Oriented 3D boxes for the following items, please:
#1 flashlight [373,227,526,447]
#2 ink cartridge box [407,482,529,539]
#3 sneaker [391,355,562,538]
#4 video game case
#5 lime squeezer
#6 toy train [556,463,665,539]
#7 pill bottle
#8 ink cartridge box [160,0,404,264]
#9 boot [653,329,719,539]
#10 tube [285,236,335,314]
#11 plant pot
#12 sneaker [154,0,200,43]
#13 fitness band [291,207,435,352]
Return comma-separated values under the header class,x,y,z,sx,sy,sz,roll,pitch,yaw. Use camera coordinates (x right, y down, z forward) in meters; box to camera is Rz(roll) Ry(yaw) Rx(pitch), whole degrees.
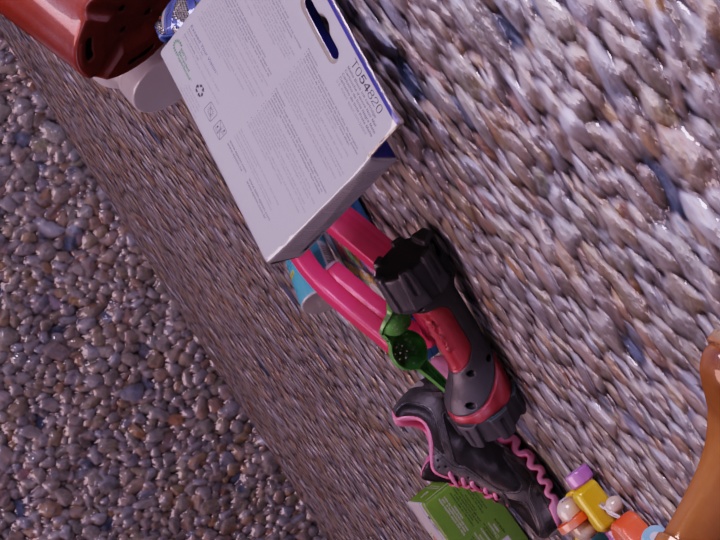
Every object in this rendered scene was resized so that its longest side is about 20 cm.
class,x,y,z,sx,sy,sz,roll,pitch,yaw
flashlight,0.072,0.062,1.551,0.200,0.068,0.068,56,-156,-35
ink cartridge box,0.122,0.298,2.073,0.148,0.076,0.200,54,168,0
sneaker,0.105,0.180,1.725,0.200,0.095,0.079,50,167,14
video game case,0.000,-0.016,1.781,0.143,0.018,0.200,40,162,56
lime squeezer,0.044,0.060,1.616,0.071,0.038,0.200,36,159,50
toy train,0.216,0.247,1.549,0.150,0.056,0.200,49,168,31
pill bottle,-0.251,-0.257,1.875,0.200,0.111,0.111,50,169,23
ink cartridge box,-0.051,-0.138,1.358,0.200,0.040,0.200,-43,69,47
boot,0.193,0.143,1.044,0.077,0.155,0.200,42,164,49
tube,-0.067,-0.053,1.848,0.078,0.050,0.201,83,166,-61
plant pot,-0.263,-0.287,1.664,0.195,0.201,0.201,42,166,18
sneaker,-0.110,-0.164,1.633,0.200,0.078,0.075,55,170,-2
fitness band,0.000,0.000,1.699,0.200,0.037,0.144,38,156,23
